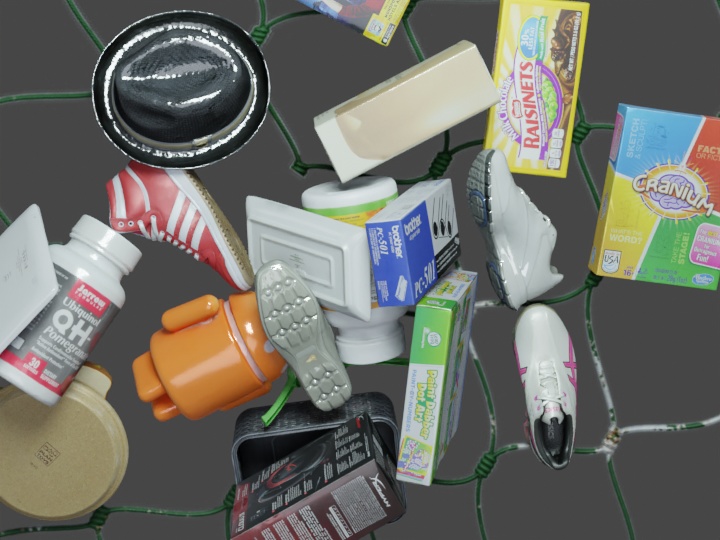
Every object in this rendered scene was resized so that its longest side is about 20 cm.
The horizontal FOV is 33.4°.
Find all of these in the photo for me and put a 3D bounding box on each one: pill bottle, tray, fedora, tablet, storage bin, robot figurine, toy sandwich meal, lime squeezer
[{"bbox_3d":[0.000,0.000,1.383,0.110,0.111,0.202,-9,104,-1],"label":"pill bottle"},{"bbox_3d":[-0.066,-0.013,1.347,0.022,0.199,0.108,-22,119,-41],"label":"tray"},{"bbox_3d":[-0.197,-0.207,1.308,0.198,0.092,0.203,1,83,-5],"label":"fedora"},{"bbox_3d":[-0.335,0.042,1.352,0.110,0.111,0.201,34,79,-10],"label":"pill bottle"},{"bbox_3d":[-0.391,0.015,1.328,0.130,0.200,0.014,-45,125,8],"label":"tablet"},{"bbox_3d":[-0.049,0.235,1.446,0.198,0.094,0.137,-7,104,0],"label":"storage bin"},{"bbox_3d":[-0.165,0.097,1.394,0.199,0.117,0.145,-27,94,2],"label":"robot figurine"},{"bbox_3d":[-0.368,0.200,1.437,0.203,0.070,0.207,-1,107,-2],"label":"toy sandwich meal"},{"bbox_3d":[-0.042,0.121,1.434,0.199,0.071,0.038,-20,117,-24],"label":"lime squeezer"}]

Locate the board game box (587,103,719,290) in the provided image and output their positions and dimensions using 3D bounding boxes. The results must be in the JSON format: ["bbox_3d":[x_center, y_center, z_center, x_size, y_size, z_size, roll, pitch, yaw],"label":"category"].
[{"bbox_3d":[0.363,-0.086,1.417,0.151,0.040,0.202,6,103,-5],"label":"board game box"}]

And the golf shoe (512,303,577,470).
[{"bbox_3d":[0.229,0.140,1.434,0.072,0.092,0.202,-11,106,-1],"label":"golf shoe"}]

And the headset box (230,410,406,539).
[{"bbox_3d":[-0.057,0.256,1.327,0.199,0.149,0.075,-30,103,3],"label":"headset box"}]

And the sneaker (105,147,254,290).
[{"bbox_3d":[-0.212,-0.042,1.374,0.112,0.071,0.201,-34,87,4],"label":"sneaker"}]

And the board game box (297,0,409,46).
[{"bbox_3d":[-0.014,-0.383,1.317,0.199,0.062,0.201,26,101,-8],"label":"board game box"}]

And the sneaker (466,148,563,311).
[{"bbox_3d":[0.180,-0.055,1.404,0.086,0.075,0.201,-21,117,-8],"label":"sneaker"}]

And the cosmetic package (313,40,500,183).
[{"bbox_3d":[0.049,-0.181,1.347,0.199,0.105,0.072,-27,103,2],"label":"cosmetic package"}]

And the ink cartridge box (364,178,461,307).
[{"bbox_3d":[0.062,-0.034,1.332,0.044,0.200,0.095,-4,105,21],"label":"ink cartridge box"}]

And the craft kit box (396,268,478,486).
[{"bbox_3d":[0.090,0.116,1.371,0.048,0.198,0.202,8,103,9],"label":"craft kit box"}]

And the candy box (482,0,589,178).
[{"bbox_3d":[0.201,-0.211,1.387,0.101,0.026,0.202,5,103,0],"label":"candy box"}]

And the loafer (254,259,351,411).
[{"bbox_3d":[-0.068,0.069,1.342,0.069,0.070,0.201,-24,120,-4],"label":"loafer"}]
